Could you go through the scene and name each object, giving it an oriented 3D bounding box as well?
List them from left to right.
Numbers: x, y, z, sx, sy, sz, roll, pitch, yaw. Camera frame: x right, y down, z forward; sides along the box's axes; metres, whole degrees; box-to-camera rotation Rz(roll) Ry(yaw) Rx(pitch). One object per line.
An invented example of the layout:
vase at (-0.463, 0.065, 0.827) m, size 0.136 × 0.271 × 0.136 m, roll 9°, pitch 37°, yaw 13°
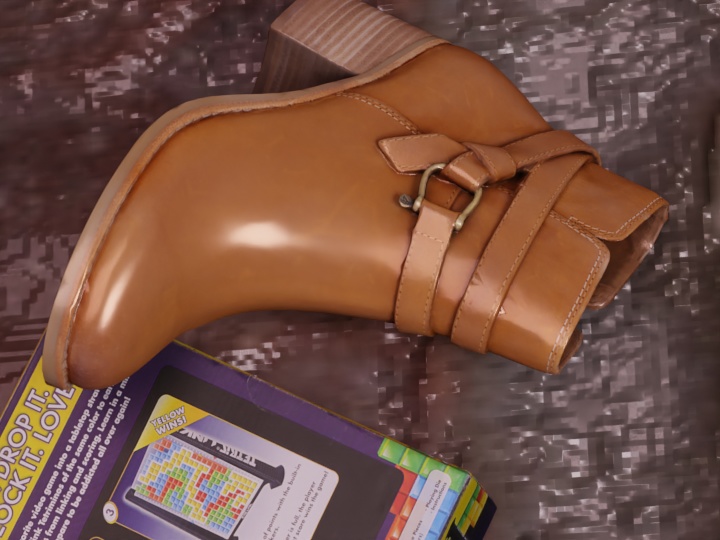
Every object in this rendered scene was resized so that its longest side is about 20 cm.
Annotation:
board game box at (-0.070, 0.132, 0.985) m, size 0.165 × 0.057 × 0.201 m, roll 24°, pitch 80°, yaw 20°
boot at (0.000, 0.000, 0.976) m, size 0.155 × 0.077 × 0.200 m, roll 33°, pitch 50°, yaw 14°
